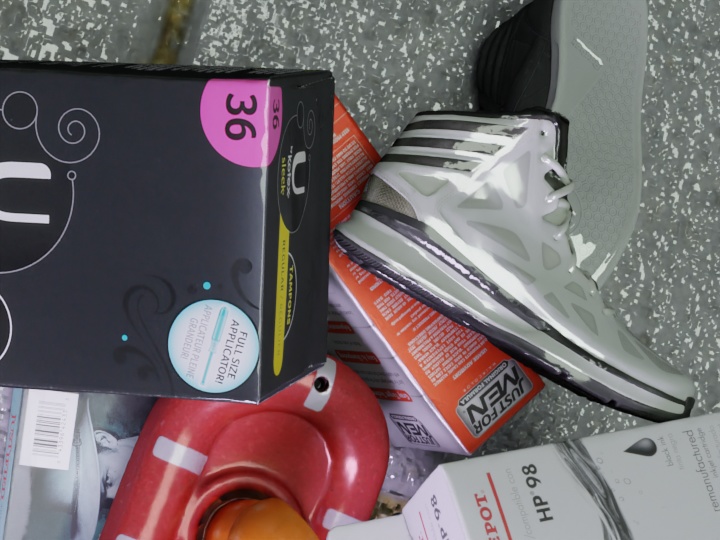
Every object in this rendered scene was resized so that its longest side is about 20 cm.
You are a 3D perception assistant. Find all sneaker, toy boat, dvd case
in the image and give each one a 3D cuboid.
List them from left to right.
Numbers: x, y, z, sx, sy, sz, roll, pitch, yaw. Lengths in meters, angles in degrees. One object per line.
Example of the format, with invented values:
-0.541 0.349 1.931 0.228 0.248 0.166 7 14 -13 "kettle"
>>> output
-0.092 0.138 1.394 0.199 0.022 0.146 8 87 -22 "dvd case"
-0.053 0.134 1.327 0.130 0.131 0.200 23 81 -20 "toy boat"
0.099 -0.060 1.418 0.071 0.099 0.201 16 73 -19 "sneaker"
0.098 -0.012 1.309 0.200 0.076 0.116 31 86 -9 "sneaker"

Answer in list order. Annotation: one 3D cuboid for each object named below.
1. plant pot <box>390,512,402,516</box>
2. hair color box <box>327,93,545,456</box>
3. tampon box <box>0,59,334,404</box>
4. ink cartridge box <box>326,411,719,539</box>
0.095 0.203 1.385 0.200 0.200 0.189 -13 83 -21 "plant pot"
0.000 0.000 1.388 0.061 0.101 0.200 -40 104 -18 "hair color box"
-0.123 -0.024 1.266 0.199 0.126 0.150 3 97 13 "tampon box"
0.097 0.146 1.271 0.199 0.067 0.116 -9 68 -22 "ink cartridge box"
